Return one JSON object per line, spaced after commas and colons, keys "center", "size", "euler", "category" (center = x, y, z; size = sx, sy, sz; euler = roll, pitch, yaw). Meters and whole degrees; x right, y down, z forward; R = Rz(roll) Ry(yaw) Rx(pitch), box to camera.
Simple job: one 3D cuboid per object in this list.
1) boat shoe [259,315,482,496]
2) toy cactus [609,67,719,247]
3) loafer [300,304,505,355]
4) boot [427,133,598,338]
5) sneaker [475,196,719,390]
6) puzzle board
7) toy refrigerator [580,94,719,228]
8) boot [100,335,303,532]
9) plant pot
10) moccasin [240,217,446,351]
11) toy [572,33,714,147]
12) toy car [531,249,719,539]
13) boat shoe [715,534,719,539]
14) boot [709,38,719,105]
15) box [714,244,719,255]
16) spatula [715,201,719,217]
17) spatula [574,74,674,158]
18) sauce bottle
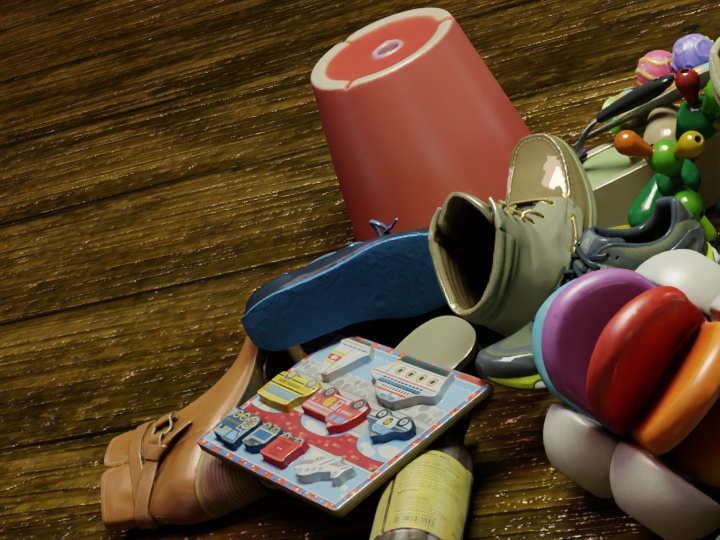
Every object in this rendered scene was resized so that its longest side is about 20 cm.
{"center": [0.011, 0.115, 1.464], "size": [0.201, 0.063, 0.074], "euler": [-34, 48, -15], "category": "boat shoe"}
{"center": [0.234, -0.078, 1.486], "size": [0.102, 0.200, 0.165], "euler": [9, 31, -1], "category": "toy cactus"}
{"center": [0.044, 0.042, 1.570], "size": [0.200, 0.073, 0.072], "euler": [-2, 24, 25], "category": "loafer"}
{"center": [0.114, -0.035, 1.447], "size": [0.072, 0.155, 0.200], "euler": [-14, 62, 31], "category": "boot"}
{"center": [0.164, 0.015, 1.369], "size": [0.200, 0.081, 0.074], "euler": [-31, 22, -11], "category": "sneaker"}
{"center": [-0.017, 0.105, 1.405], "size": [0.151, 0.017, 0.200], "euler": [-38, 28, -22], "category": "puzzle board"}
{"center": [0.259, -0.088, 1.602], "size": [0.200, 0.070, 0.076], "euler": [-25, 24, 2], "category": "toy refrigerator"}
{"center": [-0.127, 0.125, 1.555], "size": [0.155, 0.077, 0.200], "euler": [-18, 44, 26], "category": "boot"}
{"center": [0.054, -0.130, 1.757], "size": [0.200, 0.178, 0.201], "euler": [-21, 25, 10], "category": "plant pot"}
{"center": [0.000, 0.000, 1.507], "size": [0.200, 0.081, 0.068], "euler": [-13, 22, 5], "category": "moccasin"}
{"center": [0.261, -0.164, 1.597], "size": [0.115, 0.047, 0.200], "euler": [-24, -5, -28], "category": "toy"}
{"center": [0.185, 0.063, 1.238], "size": [0.175, 0.150, 0.200], "euler": [-57, 29, -2], "category": "toy car"}
{"center": [0.278, 0.151, 1.140], "size": [0.202, 0.065, 0.074], "euler": [-36, 7, -33], "category": "boat shoe"}
{"center": [0.307, -0.117, 1.373], "size": [0.072, 0.155, 0.200], "euler": [-13, 29, 27], "category": "boot"}
{"center": [0.323, 0.016, 1.360], "size": [0.198, 0.050, 0.200], "euler": [-37, 25, -15], "category": "box"}
{"center": [0.367, -0.069, 1.482], "size": [0.200, 0.057, 0.021], "euler": [-16, 23, 30], "category": "spatula"}
{"center": [0.191, -0.114, 1.570], "size": [0.056, 0.021, 0.200], "euler": [-35, -3, -38], "category": "spatula"}
{"center": [0.047, 0.155, 1.343], "size": [0.065, 0.065, 0.200], "euler": [-16, 27, 21], "category": "sauce bottle"}
